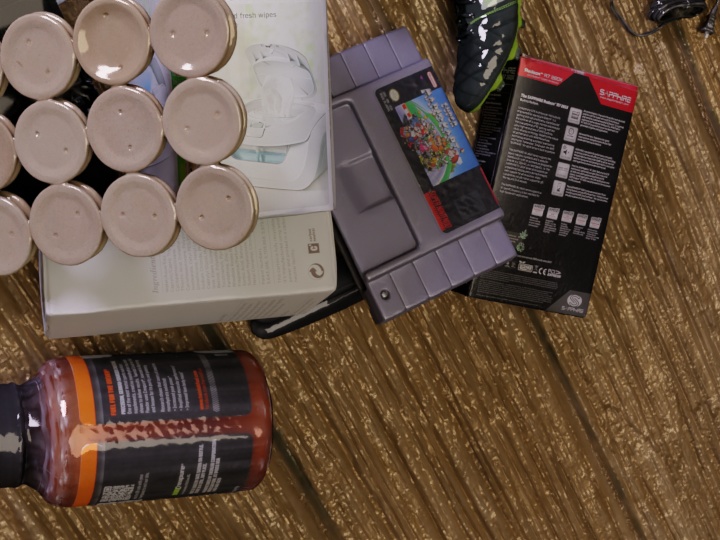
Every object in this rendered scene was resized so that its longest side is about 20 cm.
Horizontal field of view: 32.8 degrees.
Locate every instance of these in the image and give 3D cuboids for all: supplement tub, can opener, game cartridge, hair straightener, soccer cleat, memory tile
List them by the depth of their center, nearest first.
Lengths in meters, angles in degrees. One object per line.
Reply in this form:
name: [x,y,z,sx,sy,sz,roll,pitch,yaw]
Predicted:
memory tile: [-0.159,-0.081,0.727,0.197,0.017,0.156,-5,101,17]
supplement tub: [-0.169,0.113,0.881,0.197,0.107,0.109,0,100,-25]
game cartridge: [0.026,-0.076,0.937,0.128,0.038,0.202,-25,86,-15]
soccer cleat: [0.096,-0.227,0.970,0.080,0.067,0.203,18,86,-17]
can opener: [0.000,0.000,0.974,0.199,0.079,0.064,-31,150,-13]
hair straightener: [0.302,-0.241,1.070,0.197,0.041,0.078,-14,105,-22]

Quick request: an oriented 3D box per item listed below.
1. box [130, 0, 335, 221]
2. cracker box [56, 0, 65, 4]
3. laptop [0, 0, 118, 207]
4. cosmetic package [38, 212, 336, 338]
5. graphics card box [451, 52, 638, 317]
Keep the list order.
box: [-0.095,-0.136,0.817,0.095,0.200,0.179,-8,104,-23]
cracker box: [-0.284,-0.239,0.787,0.133,0.058,0.202,-33,111,-14]
laptop: [-0.266,-0.094,0.805,0.176,0.103,0.202,-29,107,-18]
cosmetic package: [-0.124,-0.002,0.862,0.197,0.102,0.075,-3,79,-17]
graphics card box: [0.152,-0.069,1.028,0.124,0.051,0.203,9,95,-27]
